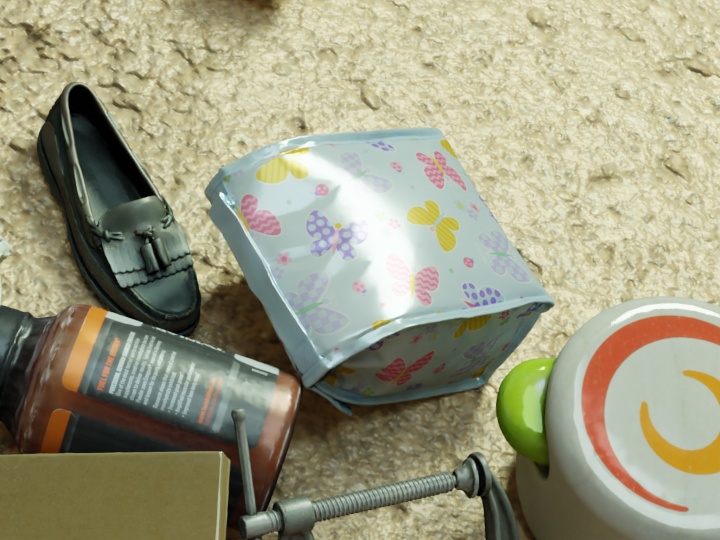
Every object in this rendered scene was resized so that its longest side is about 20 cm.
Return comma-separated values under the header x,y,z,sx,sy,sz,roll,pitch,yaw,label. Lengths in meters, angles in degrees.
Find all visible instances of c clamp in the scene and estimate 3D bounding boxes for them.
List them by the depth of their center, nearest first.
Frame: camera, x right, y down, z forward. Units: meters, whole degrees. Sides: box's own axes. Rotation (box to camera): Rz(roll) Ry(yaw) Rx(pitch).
x,y,z,sx,sy,sz,roll,pitch,yaw,label
0.015,0.163,1.121,0.199,0.027,0.172,-3,98,-26,c clamp

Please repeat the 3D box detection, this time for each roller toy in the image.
x,y,z,sx,sy,sz,roll,pitch,yaw,label
0.200,0.125,1.203,0.182,0.140,0.200,-31,70,-23,roller toy

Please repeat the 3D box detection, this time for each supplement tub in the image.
x,y,z,sx,sy,sz,roll,pitch,yaw,label
-0.143,0.085,1.139,0.199,0.107,0.107,19,50,-5,supplement tub

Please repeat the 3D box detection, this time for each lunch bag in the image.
x,y,z,sx,sy,sz,roll,pitch,yaw,label
0.000,0.000,1.231,0.200,0.127,0.170,-7,55,-45,lunch bag

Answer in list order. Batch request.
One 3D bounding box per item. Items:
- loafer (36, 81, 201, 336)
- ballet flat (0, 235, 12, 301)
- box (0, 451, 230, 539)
x,y,z,sx,sy,sz,roll,pitch,yaw,label
-0.169,-0.043,1.256,0.072,0.063,0.200,-18,62,-29,loafer
-0.267,0.041,1.161,0.071,0.072,0.201,17,51,-6,ballet flat
-0.159,0.202,1.034,0.163,0.021,0.201,-2,67,6,box
